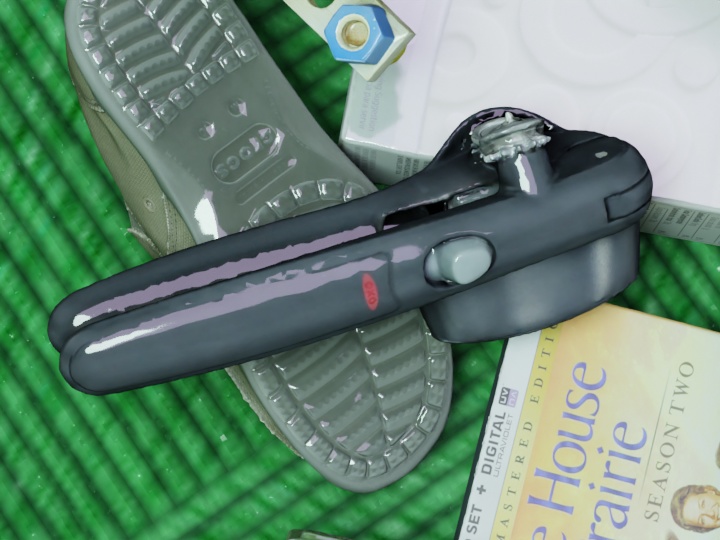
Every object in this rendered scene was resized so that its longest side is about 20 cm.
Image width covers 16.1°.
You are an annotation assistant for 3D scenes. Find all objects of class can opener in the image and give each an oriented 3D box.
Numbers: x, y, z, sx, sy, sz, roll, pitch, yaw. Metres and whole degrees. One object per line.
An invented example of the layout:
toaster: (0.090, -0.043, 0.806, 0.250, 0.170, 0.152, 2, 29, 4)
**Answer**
can opener: (0.000, 0.000, 0.796, 0.199, 0.063, 0.079, -15, 105, -15)

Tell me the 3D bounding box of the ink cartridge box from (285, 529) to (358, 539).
ink cartridge box: (0.061, 0.171, 0.806, 0.199, 0.048, 0.146, 10, 87, 0)

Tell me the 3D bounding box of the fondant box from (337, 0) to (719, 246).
fondant box: (0.102, -0.089, 0.880, 0.199, 0.058, 0.145, 10, 79, 0)

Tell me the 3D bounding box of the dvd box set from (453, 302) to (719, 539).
dvd box set: (0.132, 0.098, 0.855, 0.199, 0.029, 0.147, 15, 80, 2)

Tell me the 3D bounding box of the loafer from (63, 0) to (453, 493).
loafer: (-0.036, -0.018, 0.860, 0.075, 0.070, 0.200, -30, 95, -16)

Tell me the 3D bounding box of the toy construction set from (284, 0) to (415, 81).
toy construction set: (-0.064, -0.149, 0.799, 0.199, 0.092, 0.132, 17, 97, 5)
